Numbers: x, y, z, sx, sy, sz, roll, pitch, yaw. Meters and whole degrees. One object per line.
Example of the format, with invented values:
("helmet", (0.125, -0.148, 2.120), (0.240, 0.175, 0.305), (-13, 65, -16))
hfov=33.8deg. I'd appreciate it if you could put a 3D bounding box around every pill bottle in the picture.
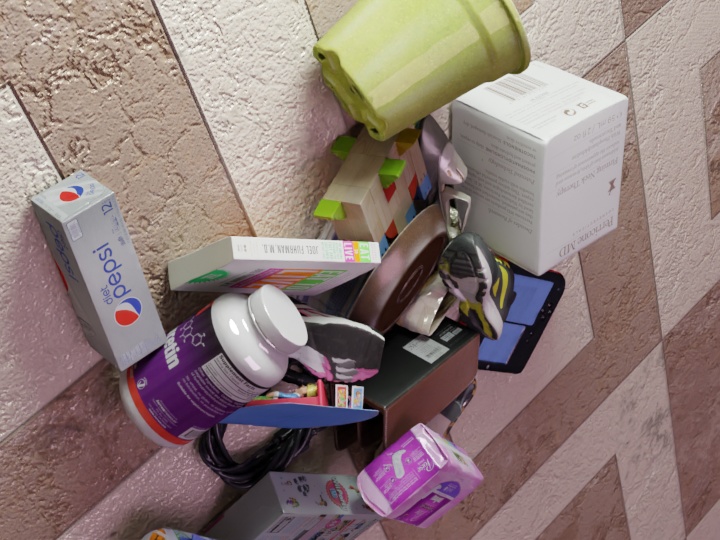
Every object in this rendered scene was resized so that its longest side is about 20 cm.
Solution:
("pill bottle", (-0.158, 0.100, 1.283), (0.199, 0.113, 0.112), (-35, 143, 18))

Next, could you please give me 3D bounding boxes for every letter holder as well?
("letter holder", (0.061, 0.168, 1.600), (0.200, 0.100, 0.143), (-34, 136, -37))

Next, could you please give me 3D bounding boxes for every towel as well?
("towel", (0.000, 0.000, 1.513), (0.200, 0.024, 0.148), (31, 87, -52))

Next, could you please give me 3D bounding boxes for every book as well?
("book", (-0.094, -0.009, 1.316), (0.199, 0.133, 0.048), (1, 77, -39))

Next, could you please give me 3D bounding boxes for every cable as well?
("cable", (-0.115, 0.184, 1.482), (0.199, 0.051, 0.164), (-25, 129, -33))

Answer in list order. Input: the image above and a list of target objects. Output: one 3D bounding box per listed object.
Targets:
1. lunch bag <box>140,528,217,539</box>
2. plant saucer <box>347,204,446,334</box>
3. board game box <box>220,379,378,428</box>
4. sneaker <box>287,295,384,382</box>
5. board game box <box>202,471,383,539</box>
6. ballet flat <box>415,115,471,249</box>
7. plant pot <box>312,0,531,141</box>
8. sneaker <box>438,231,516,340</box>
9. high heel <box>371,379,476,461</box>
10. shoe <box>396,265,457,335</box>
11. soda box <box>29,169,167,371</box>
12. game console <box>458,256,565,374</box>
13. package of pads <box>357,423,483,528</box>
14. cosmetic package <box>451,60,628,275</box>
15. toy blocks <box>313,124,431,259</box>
("lunch bag", (-0.205, 0.387, 1.436), (0.199, 0.076, 0.160), (22, 121, -36))
("plant saucer", (0.051, 0.010, 1.467), (0.201, 0.032, 0.200), (-53, 167, -17))
("board game box", (-0.080, 0.154, 1.394), (0.199, 0.157, 0.039), (11, 70, -40))
("sneaker", (-0.065, 0.065, 1.390), (0.199, 0.087, 0.081), (16, 117, -18))
("board game box", (-0.084, 0.331, 1.549), (0.199, 0.065, 0.147), (14, 131, -47))
("ballet flat", (0.111, -0.111, 1.523), (0.068, 0.063, 0.201), (-59, 151, -46))
("plant pot", (0.055, -0.248, 1.311), (0.184, 0.200, 0.201), (-38, 137, -8))
("sneaker", (0.159, 0.006, 1.565), (0.085, 0.074, 0.201), (-56, 150, -27))
("high heel", (0.092, 0.225, 1.723), (0.200, 0.071, 0.143), (-45, -177, 23))
("shoe", (0.127, 0.016, 1.620), (0.200, 0.053, 0.070), (-45, 142, -27))
("soda box", (-0.264, 0.003, 1.206), (0.063, 0.068, 0.201), (-35, 134, -26))
("game console", (0.221, 0.072, 1.777), (0.199, 0.031, 0.178), (12, 104, -48))
("package of pads", (0.081, 0.277, 1.570), (0.120, 0.076, 0.200), (-42, 155, 4))
("cosmetic package", (0.232, -0.139, 1.557), (0.167, 0.166, 0.201), (-29, 132, -31))
("toy blocks", (0.025, -0.089, 1.420), (0.201, 0.099, 0.137), (-62, 148, -33))
